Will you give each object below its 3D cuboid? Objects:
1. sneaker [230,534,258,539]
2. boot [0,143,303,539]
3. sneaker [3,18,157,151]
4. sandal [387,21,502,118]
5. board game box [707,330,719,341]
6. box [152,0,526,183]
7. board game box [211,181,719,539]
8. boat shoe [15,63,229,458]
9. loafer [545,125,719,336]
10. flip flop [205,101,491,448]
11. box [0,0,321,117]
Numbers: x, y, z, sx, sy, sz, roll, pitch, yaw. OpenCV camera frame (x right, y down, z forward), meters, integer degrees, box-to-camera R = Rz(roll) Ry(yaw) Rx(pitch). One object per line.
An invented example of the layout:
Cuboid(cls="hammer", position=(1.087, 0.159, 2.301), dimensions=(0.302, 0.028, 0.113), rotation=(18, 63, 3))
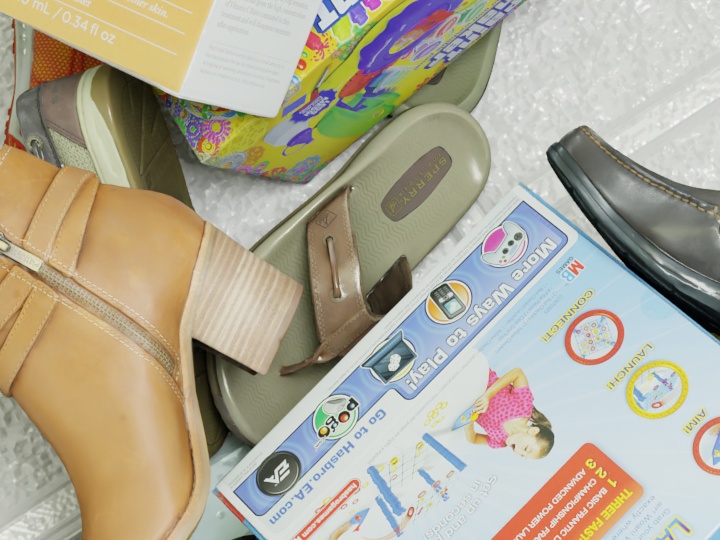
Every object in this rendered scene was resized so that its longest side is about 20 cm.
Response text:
Cuboid(cls="sneaker", position=(0.011, 0.140, 1.160), dimensions=(0.199, 0.073, 0.082), rotation=(-28, 77, 5))
Cuboid(cls="boot", position=(-0.131, 0.054, 1.085), dimensions=(0.154, 0.077, 0.201), rotation=(26, 82, -7))
Cuboid(cls="sneaker", position=(-0.139, -0.071, 1.230), dimensions=(0.076, 0.073, 0.202), rotation=(2, 75, -5))
Cuboid(cls="sandal", position=(0.049, -0.171, 1.257), dimensions=(0.079, 0.057, 0.203), rotation=(5, 74, 6))
Cuboid(cls="board game box", position=(0.181, 0.068, 1.104), dimensions=(0.199, 0.034, 0.136), rotation=(-13, 76, 26))
Cuboid(cls="box", position=(-0.026, -0.182, 1.195), dimensions=(0.200, 0.122, 0.193), rotation=(-39, 73, 17))
Cuboid(cls="board game box", position=(0.070, 0.092, 1.065), dimensions=(0.200, 0.056, 0.196), rotation=(-44, 53, -5))
Cuboid(cls="boat shoe", position=(-0.112, -0.003, 1.176), dimensions=(0.065, 0.072, 0.202), rotation=(-5, 115, 22))
Cuboid(cls="loafer", position=(0.167, -0.006, 1.070), dimensions=(0.200, 0.073, 0.072), rotation=(41, 91, 19))
Cuboid(cls="flip flop", position=(0.000, 0.000, 1.193), dimensions=(0.200, 0.057, 0.081), rotation=(-48, 118, -16))
Cuboid(cls="box", position=(-0.071, -0.187, 1.096), dimensions=(0.124, 0.097, 0.201), rotation=(24, 97, 24))
